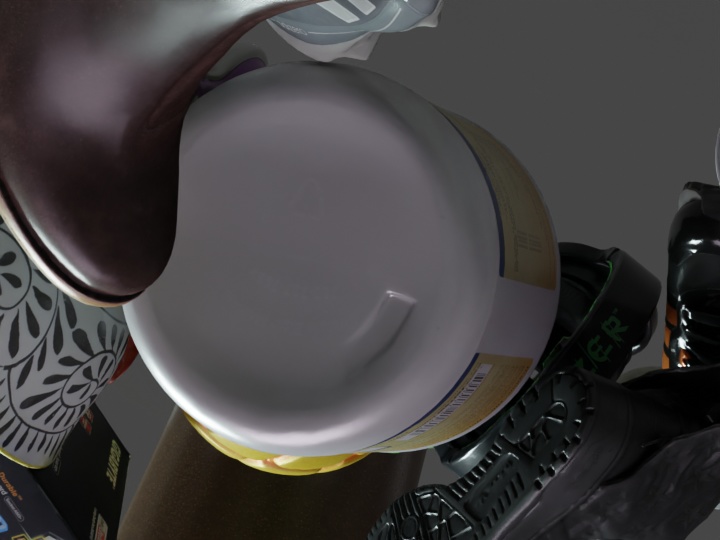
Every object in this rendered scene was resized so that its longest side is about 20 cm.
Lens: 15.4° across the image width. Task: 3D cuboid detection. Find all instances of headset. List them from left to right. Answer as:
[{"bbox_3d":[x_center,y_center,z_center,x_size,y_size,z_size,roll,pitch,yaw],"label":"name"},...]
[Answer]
[{"bbox_3d":[0.068,0.038,1.212,0.094,0.124,0.200,40,173,-3],"label":"headset"}]

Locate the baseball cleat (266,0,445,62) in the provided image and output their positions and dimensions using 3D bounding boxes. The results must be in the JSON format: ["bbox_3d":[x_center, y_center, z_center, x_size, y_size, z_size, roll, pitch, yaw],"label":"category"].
[{"bbox_3d":[-0.017,-0.116,0.874,0.106,0.070,0.200,22,163,-12],"label":"baseball cleat"}]

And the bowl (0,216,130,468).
[{"bbox_3d":[-0.164,-0.015,1.261,0.201,0.094,0.201,56,-172,-11],"label":"bowl"}]

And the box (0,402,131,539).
[{"bbox_3d":[-0.181,0.073,1.343,0.159,0.046,0.200,58,-174,-13],"label":"box"}]

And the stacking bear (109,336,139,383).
[{"bbox_3d":[-0.207,0.031,1.510,0.200,0.122,0.114,-4,160,33],"label":"stacking bear"}]

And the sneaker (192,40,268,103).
[{"bbox_3d":[-0.103,-0.087,1.021,0.100,0.075,0.200,28,175,15],"label":"sneaker"}]

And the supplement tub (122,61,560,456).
[{"bbox_3d":[0.000,0.000,1.042,0.144,0.145,0.200,15,180,14],"label":"supplement tub"}]

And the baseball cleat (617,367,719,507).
[{"bbox_3d":[0.214,0.100,1.322,0.200,0.070,0.106,25,172,11],"label":"baseball cleat"}]

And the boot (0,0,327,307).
[{"bbox_3d":[-0.059,-0.082,0.836,0.072,0.200,0.166,-16,-167,-38],"label":"boot"}]

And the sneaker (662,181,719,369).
[{"bbox_3d":[0.160,0.034,1.124,0.070,0.090,0.200,15,164,14],"label":"sneaker"}]

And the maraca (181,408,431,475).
[{"bbox_3d":[-0.030,0.057,1.380,0.137,0.107,0.200,11,162,22],"label":"maraca"}]

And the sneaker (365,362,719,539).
[{"bbox_3d":[0.092,0.098,1.101,0.104,0.060,0.200,17,133,-34],"label":"sneaker"}]

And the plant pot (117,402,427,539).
[{"bbox_3d":[-0.056,0.160,1.584,0.200,0.199,0.200,18,164,5],"label":"plant pot"}]

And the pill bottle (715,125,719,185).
[{"bbox_3d":[0.203,-0.004,0.916,0.112,0.113,0.200,4,158,41],"label":"pill bottle"}]
